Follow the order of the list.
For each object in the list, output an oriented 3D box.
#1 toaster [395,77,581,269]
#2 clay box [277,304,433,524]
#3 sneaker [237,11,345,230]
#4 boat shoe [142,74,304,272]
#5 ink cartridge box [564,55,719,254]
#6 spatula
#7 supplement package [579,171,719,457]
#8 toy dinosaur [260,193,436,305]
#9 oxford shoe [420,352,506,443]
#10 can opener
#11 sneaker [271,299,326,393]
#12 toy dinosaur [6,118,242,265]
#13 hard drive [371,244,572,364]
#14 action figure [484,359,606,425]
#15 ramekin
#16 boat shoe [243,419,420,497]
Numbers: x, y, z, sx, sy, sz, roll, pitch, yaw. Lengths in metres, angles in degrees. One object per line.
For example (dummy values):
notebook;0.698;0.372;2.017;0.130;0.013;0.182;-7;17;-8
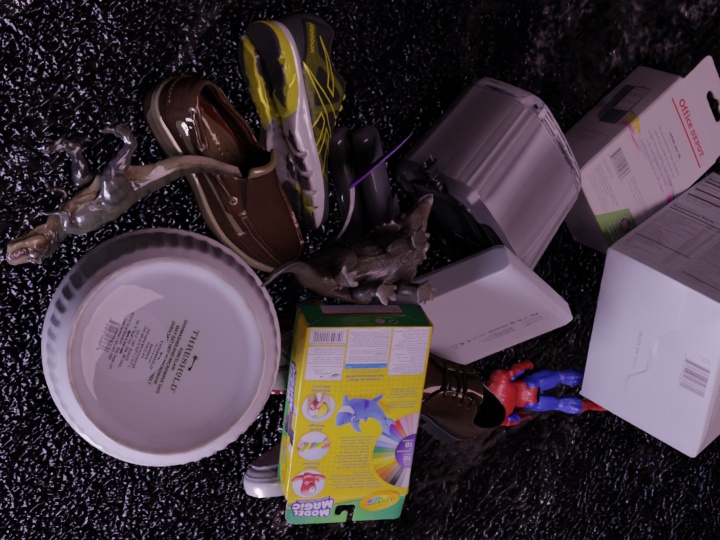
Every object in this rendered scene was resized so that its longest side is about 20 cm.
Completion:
toaster;0.121;-0.088;1.443;0.129;0.114;0.200;-53;139;-14
clay box;-0.008;0.128;1.366;0.115;0.048;0.200;1;116;-16
sneaker;-0.043;-0.130;1.348;0.085;0.074;0.200;-31;127;-35
boat shoe;-0.101;-0.077;1.303;0.202;0.075;0.075;52;51;-29
ink cartridge box;0.286;-0.125;1.582;0.200;0.067;0.117;-41;125;-16
spatula;-0.017;-0.044;1.377;0.021;0.057;0.200;35;117;2
supplement package;0.350;0.042;1.578;0.200;0.147;0.191;-32;140;-39
toy dinosaur;0.000;0.000;1.331;0.200;0.102;0.077;-25;104;-26
oxford shoe;0.069;0.102;1.446;0.200;0.084;0.073;30;58;-46
can opener;0.016;-0.046;1.443;0.067;0.053;0.200;-50;134;-53
sneaker;-0.069;0.064;1.401;0.200;0.078;0.082;0;101;-45
toy dinosaur;-0.205;-0.075;1.251;0.200;0.047;0.088;-24;118;3
hard drive;0.108;0.037;1.446;0.132;0.027;0.200;-23;157;16
action figure;0.176;0.126;1.600;0.200;0.052;0.065;-1;102;-41
ramekin;-0.160;0.066;1.262;0.200;0.105;0.200;-1;93;-9
boat shoe;-0.027;0.148;1.456;0.200;0.072;0.069;-22;108;-26
